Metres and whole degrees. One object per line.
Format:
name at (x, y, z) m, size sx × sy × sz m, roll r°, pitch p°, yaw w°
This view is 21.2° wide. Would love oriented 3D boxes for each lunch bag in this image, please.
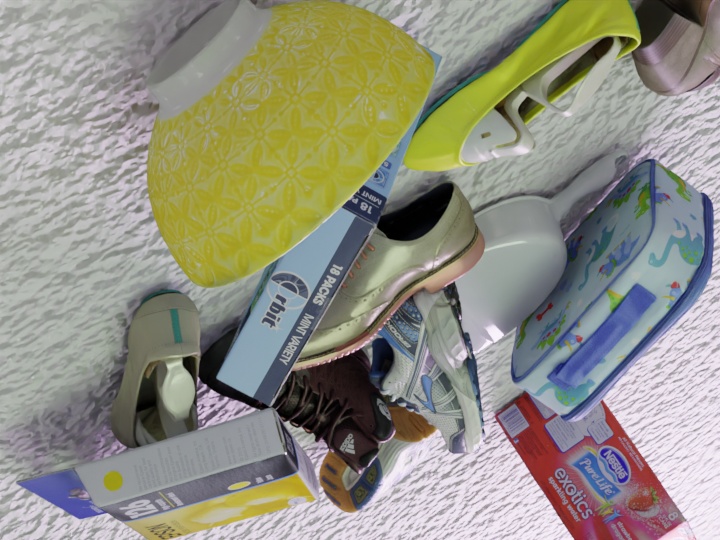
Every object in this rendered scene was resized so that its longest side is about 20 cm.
lunch bag at (0.208, 0.020, 1.593) m, size 0.200 × 0.082 × 0.161 m, roll -51°, pitch -168°, yaw 28°

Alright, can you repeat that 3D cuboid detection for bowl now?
bowl at (-0.064, -0.097, 1.146) m, size 0.200 × 0.200 × 0.108 m, roll -40°, pitch 110°, yaw 11°

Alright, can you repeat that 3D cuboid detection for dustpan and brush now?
dustpan and brush at (0.142, -0.029, 1.573) m, size 0.199 × 0.058 × 0.140 m, roll -31°, pitch 142°, yaw 8°

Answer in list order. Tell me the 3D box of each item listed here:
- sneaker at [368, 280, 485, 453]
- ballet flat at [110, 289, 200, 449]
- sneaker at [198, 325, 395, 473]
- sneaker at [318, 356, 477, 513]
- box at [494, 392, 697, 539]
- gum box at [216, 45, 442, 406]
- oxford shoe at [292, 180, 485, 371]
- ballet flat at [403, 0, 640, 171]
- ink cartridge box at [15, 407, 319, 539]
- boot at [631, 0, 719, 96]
sneaker at (0.050, 0.077, 1.555) m, size 0.084 × 0.078 × 0.201 m, roll -11°, pitch 134°, yaw 7°
ballet flat at (-0.147, 0.095, 1.428) m, size 0.069 × 0.070 × 0.201 m, roll -22°, pitch 150°, yaw -21°
sneaker at (-0.034, 0.103, 1.507) m, size 0.076 × 0.116 × 0.199 m, roll -47°, pitch 150°, yaw 24°
sneaker at (0.041, 0.126, 1.695) m, size 0.200 × 0.075 × 0.088 m, roll -48°, pitch 166°, yaw 29°
box at (0.227, 0.202, 1.854) m, size 0.099 × 0.201 × 0.096 m, roll -35°, pitch 151°, yaw 3°
gum box at (-0.019, -0.037, 1.254) m, size 0.171 × 0.044 × 0.201 m, roll -59°, pitch -173°, yaw 39°
oxford shoe at (0.000, 0.000, 1.450) m, size 0.199 × 0.071 × 0.074 m, roll -35°, pitch 135°, yaw -14°
ballet flat at (0.117, -0.123, 1.369) m, size 0.200 × 0.067 × 0.067 m, roll -40°, pitch 153°, yaw 11°
ink cartridge box at (-0.141, 0.168, 1.476) m, size 0.198 × 0.047 × 0.198 m, roll -18°, pitch 164°, yaw 1°
boot at (0.275, -0.211, 1.416) m, size 0.200 × 0.070 × 0.146 m, roll -44°, pitch 157°, yaw 20°
